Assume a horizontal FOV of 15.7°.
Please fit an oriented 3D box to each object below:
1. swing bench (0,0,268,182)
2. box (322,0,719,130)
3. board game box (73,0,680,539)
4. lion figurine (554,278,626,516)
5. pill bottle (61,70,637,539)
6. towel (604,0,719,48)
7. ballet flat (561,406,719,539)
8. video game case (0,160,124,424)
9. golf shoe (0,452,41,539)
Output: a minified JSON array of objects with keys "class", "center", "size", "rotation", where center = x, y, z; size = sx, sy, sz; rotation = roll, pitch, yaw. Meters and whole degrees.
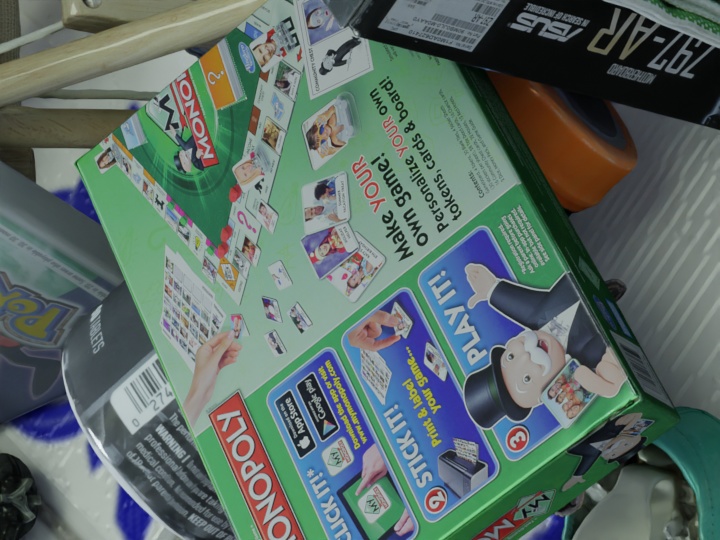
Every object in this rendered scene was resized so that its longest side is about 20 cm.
[{"class":"swing bench","center":[-0.103,-0.146,0.961],"size":[0.198,0.130,0.200],"rotation":[-7,67,7]},{"class":"box","center":[0.040,-0.125,0.842],"size":[0.044,0.199,0.161],"rotation":[-53,52,25]},{"class":"board game box","center":[-0.002,0.003,0.806],"size":[0.134,0.029,0.201],"rotation":[-38,56,18]},{"class":"lion figurine","center":[0.027,0.091,0.851],"size":[0.072,0.122,0.201],"rotation":[34,88,3]},{"class":"pill bottle","center":[0.000,0.000,0.894],"size":[0.200,0.106,0.107],"rotation":[-41,54,18]},{"class":"towel","center":[0.088,-0.128,0.801],"size":[0.031,0.148,0.201],"rotation":[-61,20,27]},{"class":"ballet flat","center":[0.074,0.137,0.813],"size":[0.067,0.070,0.202],"rotation":[6,78,40]},{"class":"video game case","center":[-0.188,0.009,0.971],"size":[0.181,0.200,0.023],"rotation":[-24,53,28]},{"class":"golf shoe","center":[-0.188,0.159,0.993],"size":[0.094,0.078,0.201],"rotation":[-22,38,50]}]
